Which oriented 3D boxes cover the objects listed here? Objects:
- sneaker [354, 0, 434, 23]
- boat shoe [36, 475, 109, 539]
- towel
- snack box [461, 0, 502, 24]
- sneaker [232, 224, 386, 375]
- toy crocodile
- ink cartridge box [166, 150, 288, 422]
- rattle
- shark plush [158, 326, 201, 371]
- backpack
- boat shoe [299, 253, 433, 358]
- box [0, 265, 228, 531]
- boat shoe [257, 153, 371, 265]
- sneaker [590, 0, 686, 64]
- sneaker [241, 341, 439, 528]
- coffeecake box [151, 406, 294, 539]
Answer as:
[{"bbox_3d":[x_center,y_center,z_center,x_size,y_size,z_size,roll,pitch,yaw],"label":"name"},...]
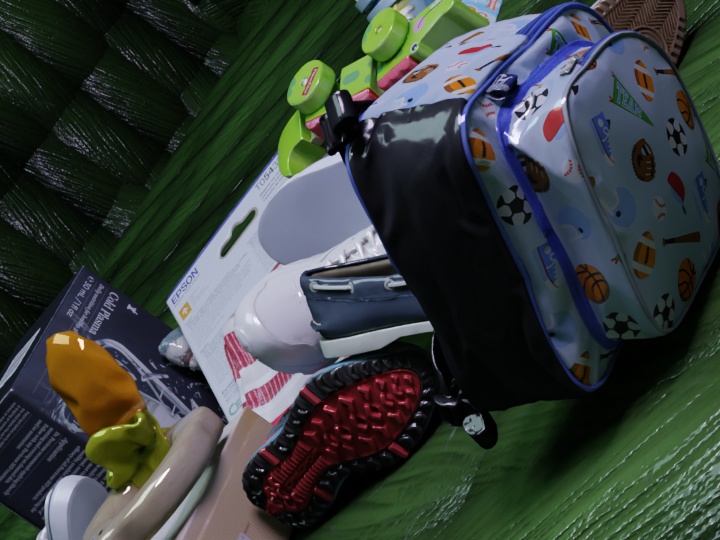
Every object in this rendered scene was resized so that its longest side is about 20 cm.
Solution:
[{"bbox_3d":[0.038,-0.230,1.822,0.080,0.130,0.200,-45,15,32],"label":"sneaker"},{"bbox_3d":[-0.227,0.230,1.466,0.200,0.065,0.074,84,-158,-43],"label":"boat shoe"},{"bbox_3d":[-0.047,0.056,1.448,0.144,0.023,0.200,-49,33,20],"label":"towel"},{"bbox_3d":[0.074,-0.142,1.568,0.200,0.037,0.116,-70,-2,-52],"label":"snack box"},{"bbox_3d":[0.000,0.000,1.249,0.200,0.078,0.099,-26,-20,-40],"label":"sneaker"},{"bbox_3d":[0.011,-0.130,1.340,0.200,0.067,0.062,-32,40,34],"label":"toy crocodile"},{"bbox_3d":[-0.065,0.014,1.566,0.197,0.043,0.200,-52,38,15],"label":"ink cartridge box"},{"bbox_3d":[-0.188,0.148,1.267,0.130,0.143,0.200,-15,29,43],"label":"rattle"},{"bbox_3d":[-0.110,0.032,1.720,0.200,0.083,0.091,-61,-20,-48],"label":"shark plush"},{"bbox_3d":[0.095,-0.046,0.954,0.154,0.200,0.191,-11,26,27],"label":"backpack"},{"bbox_3d":[0.051,-0.001,1.143,0.200,0.062,0.075,-17,10,35],"label":"boat shoe"},{"bbox_3d":[-0.225,0.137,1.652,0.124,0.196,0.200,-45,14,31],"label":"box"},{"bbox_3d":[0.011,-0.076,1.317,0.200,0.070,0.066,-42,5,27],"label":"boat shoe"},{"bbox_3d":[0.134,-0.105,1.235,0.200,0.070,0.108,-59,14,-9],"label":"sneaker"},{"bbox_3d":[-0.010,0.088,1.238,0.200,0.079,0.096,-42,15,45],"label":"sneaker"},{"bbox_3d":[-0.129,0.215,1.356,0.200,0.073,0.154,-43,16,43],"label":"coffeecake box"}]
